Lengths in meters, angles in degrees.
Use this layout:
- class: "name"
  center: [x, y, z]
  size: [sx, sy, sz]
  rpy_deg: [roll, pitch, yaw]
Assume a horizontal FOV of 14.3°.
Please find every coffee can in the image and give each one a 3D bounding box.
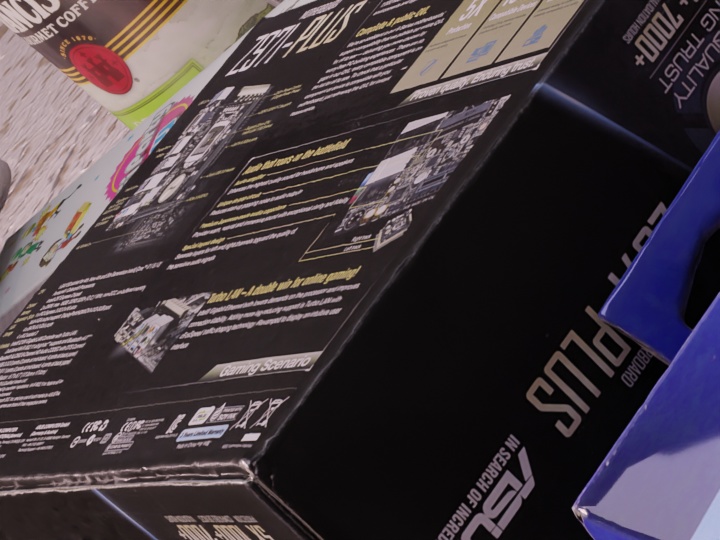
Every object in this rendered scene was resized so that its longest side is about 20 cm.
- class: "coffee can"
  center: [-0.067, -0.128, 1.189]
  size: [0.146, 0.200, 0.146]
  rpy_deg: [-44, 18, 19]

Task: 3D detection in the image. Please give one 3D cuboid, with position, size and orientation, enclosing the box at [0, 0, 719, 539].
- class: "box"
  center: [0.005, 0.013, 0.622]
  size: [0.164, 0.086, 0.200]
  rpy_deg: [-53, 19, -23]

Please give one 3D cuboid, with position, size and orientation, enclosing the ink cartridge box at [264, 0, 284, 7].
- class: "ink cartridge box"
  center: [0.004, -0.152, 0.947]
  size: [0.145, 0.085, 0.200]
  rpy_deg: [-62, 19, 4]

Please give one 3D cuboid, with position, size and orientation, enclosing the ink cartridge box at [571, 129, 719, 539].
- class: "ink cartridge box"
  center: [0.133, 0.025, 0.476]
  size: [0.200, 0.076, 0.136]
  rpy_deg: [19, 68, 46]

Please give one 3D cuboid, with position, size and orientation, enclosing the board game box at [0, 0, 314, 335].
- class: "board game box"
  center: [0.000, 0.000, 0.851]
  size: [0.200, 0.148, 0.064]
  rpy_deg: [-38, 23, 33]

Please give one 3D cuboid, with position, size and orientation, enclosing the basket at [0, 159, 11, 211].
- class: "basket"
  center: [-0.219, 0.063, 0.878]
  size: [0.198, 0.161, 0.200]
  rpy_deg: [-79, 11, -57]
